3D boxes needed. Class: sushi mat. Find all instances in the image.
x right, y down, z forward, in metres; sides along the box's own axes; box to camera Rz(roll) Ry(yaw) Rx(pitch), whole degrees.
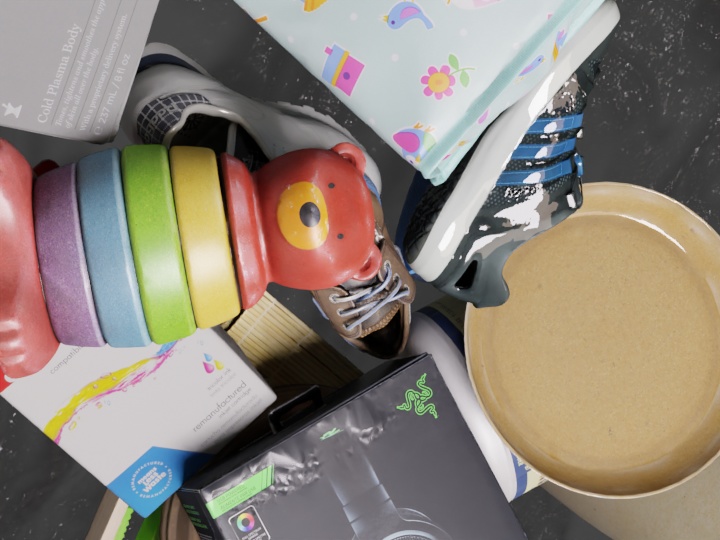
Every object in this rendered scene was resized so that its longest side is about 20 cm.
[{"bbox_3d":[-0.043,0.095,1.047,0.096,0.012,0.200,-45,131,2],"label":"sushi mat"}]

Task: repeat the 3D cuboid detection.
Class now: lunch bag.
[{"bbox_3d":[0.047,-0.175,0.817,0.200,0.170,0.122,-49,175,5],"label":"lunch bag"}]

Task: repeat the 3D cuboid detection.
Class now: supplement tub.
[{"bbox_3d":[0.135,0.059,1.044,0.199,0.145,0.146,-27,129,-13],"label":"supplement tub"}]

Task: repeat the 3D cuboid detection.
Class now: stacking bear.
[{"bbox_3d":[-0.090,-0.018,0.791,0.198,0.114,0.123,-9,84,-4],"label":"stacking bear"}]

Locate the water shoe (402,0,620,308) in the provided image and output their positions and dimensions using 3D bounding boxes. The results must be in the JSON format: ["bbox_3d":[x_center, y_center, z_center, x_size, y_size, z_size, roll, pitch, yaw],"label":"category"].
[{"bbox_3d":[0.105,-0.071,0.912,0.079,0.072,0.201,33,99,-16],"label":"water shoe"}]

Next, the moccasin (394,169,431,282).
[{"bbox_3d":[0.094,-0.075,0.976,0.068,0.081,0.201,22,107,-31],"label":"moccasin"}]

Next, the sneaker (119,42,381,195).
[{"bbox_3d":[-0.059,-0.063,0.895,0.199,0.080,0.077,18,107,-39],"label":"sneaker"}]

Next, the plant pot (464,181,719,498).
[{"bbox_3d":[0.159,0.045,0.963,0.198,0.027,0.202,2,81,-12],"label":"plant pot"}]

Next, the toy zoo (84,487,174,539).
[{"bbox_3d":[-0.103,0.200,1.064,0.199,0.020,0.132,7,121,-35],"label":"toy zoo"}]

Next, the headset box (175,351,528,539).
[{"bbox_3d":[0.002,0.169,0.951,0.173,0.093,0.201,-28,92,-18],"label":"headset box"}]

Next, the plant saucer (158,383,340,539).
[{"bbox_3d":[-0.034,0.176,1.003,0.198,0.029,0.202,2,83,-16],"label":"plant saucer"}]

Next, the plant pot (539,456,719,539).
[{"bbox_3d":[0.250,0.150,1.136,0.186,0.200,0.189,-15,125,-23],"label":"plant pot"}]

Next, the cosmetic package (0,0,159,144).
[{"bbox_3d":[-0.211,-0.141,0.750,0.199,0.090,0.107,5,119,-37],"label":"cosmetic package"}]

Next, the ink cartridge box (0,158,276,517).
[{"bbox_3d":[-0.157,0.043,0.904,0.116,0.067,0.200,-42,127,-1],"label":"ink cartridge box"}]

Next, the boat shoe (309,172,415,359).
[{"bbox_3d":[0.000,0.000,0.922,0.072,0.073,0.200,-34,157,1],"label":"boat shoe"}]
